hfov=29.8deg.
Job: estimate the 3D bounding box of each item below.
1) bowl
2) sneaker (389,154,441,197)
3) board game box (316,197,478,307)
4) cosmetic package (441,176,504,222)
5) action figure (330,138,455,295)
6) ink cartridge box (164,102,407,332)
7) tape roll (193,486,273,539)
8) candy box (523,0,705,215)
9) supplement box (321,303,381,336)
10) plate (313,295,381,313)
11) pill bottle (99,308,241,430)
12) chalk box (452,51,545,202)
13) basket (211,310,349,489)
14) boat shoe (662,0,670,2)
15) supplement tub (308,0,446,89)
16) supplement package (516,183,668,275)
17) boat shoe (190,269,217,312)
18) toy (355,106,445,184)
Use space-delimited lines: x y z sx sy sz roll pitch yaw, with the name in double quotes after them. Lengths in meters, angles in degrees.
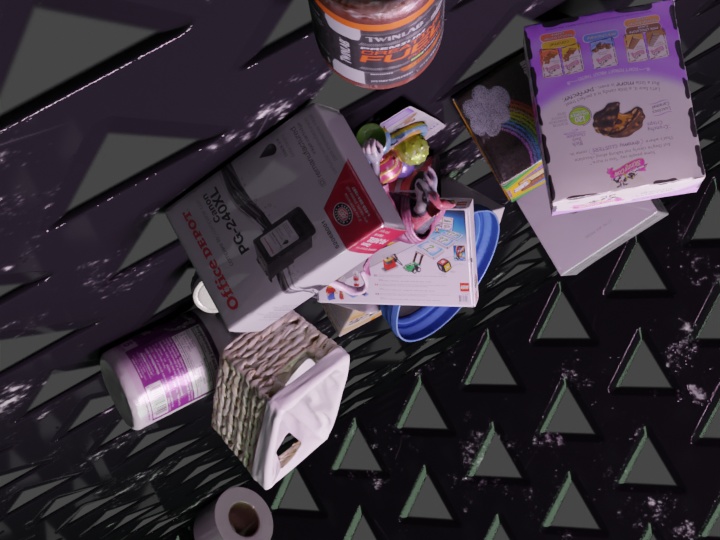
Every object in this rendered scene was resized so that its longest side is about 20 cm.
0.100 -0.002 1.732 0.200 0.039 0.202 -40 152 -27 "bowl"
0.051 -0.106 1.704 0.085 0.075 0.200 0 -172 16 "sneaker"
0.040 -0.022 1.611 0.197 0.128 0.035 2 -157 16 "board game box"
0.094 -0.057 1.828 0.199 0.107 0.086 -20 132 -51 "cosmetic package"
0.020 -0.054 1.466 0.133 0.151 0.199 17 171 -37 "action figure"
-0.077 -0.049 1.359 0.199 0.146 0.083 -34 169 16 "ink cartridge box"
-0.375 0.758 3.987 0.201 0.205 0.139 -19 166 -45 "tape roll"
0.273 -0.175 1.473 0.165 0.203 0.072 -8 169 5 "candy box"
0.017 0.022 2.111 0.125 0.074 0.200 -27 169 -17 "supplement box"
0.000 0.000 1.839 0.198 0.033 0.199 15 -158 38 "plate"
-0.233 0.118 1.777 0.198 0.113 0.112 -26 168 -23 "pill bottle"
0.227 -0.192 1.595 0.198 0.126 0.124 -30 169 6 "chalk box"
-0.110 0.161 1.751 0.135 0.123 0.201 -37 156 -32 "basket"
0.336 -0.340 1.383 0.073 0.066 0.200 -29 169 -5 "boat shoe"
0.011 -0.212 0.983 0.106 0.108 0.200 -30 169 -3 "supplement tub"
0.400 -0.110 2.329 0.199 0.157 0.111 -34 167 20 "supplement package"
-0.122 -0.034 1.592 0.199 0.073 0.062 -40 -150 11 "boat shoe"
0.039 -0.133 1.557 0.114 0.048 0.200 -31 169 13 "toy"
